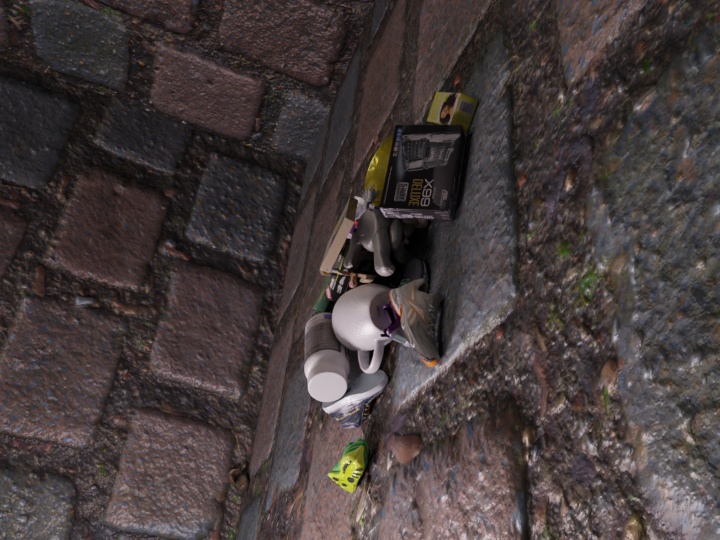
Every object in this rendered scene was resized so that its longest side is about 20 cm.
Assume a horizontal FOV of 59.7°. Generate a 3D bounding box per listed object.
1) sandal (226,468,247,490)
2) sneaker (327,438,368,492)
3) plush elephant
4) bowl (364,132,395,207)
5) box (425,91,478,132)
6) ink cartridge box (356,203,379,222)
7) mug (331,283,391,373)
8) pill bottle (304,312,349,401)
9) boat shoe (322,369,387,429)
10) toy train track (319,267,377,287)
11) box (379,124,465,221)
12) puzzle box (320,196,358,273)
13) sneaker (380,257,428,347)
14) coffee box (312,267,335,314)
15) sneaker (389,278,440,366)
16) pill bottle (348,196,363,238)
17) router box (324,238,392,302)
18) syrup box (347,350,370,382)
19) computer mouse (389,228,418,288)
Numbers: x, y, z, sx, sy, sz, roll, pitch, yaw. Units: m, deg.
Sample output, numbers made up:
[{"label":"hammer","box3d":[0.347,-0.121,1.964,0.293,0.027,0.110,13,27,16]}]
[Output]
[{"label":"sandal","box3d":[-0.604,1.010,3.052,0.082,0.055,0.198,-47,25,-17]},{"label":"sneaker","box3d":[-0.018,0.448,1.443,0.084,0.073,0.201,-53,-5,-37]},{"label":"plush elephant","box3d":[0.065,-0.082,1.448,0.162,0.151,0.208,-4,81,51]},{"label":"bowl","box3d":[0.113,-0.220,1.485,0.107,0.197,0.205,36,117,30]},{"label":"box","box3d":[0.206,-0.366,1.439,0.200,0.049,0.078,-122,49,-73]},{"label":"ink cartridge box","box3d":[0.053,-0.158,1.735,0.200,0.091,0.046,163,123,-74]},{"label":"mug","box3d":[0.025,0.131,1.440,0.175,0.143,0.208,154,121,-66]},{"label":"pill bottle","box3d":[-0.082,0.209,1.523,0.203,0.110,0.116,-96,26,-54]},{"label":"boat shoe","box3d":[0.006,0.306,1.483,0.197,0.091,0.072,-30,25,32]},{"label":"toy train track","box3d":[-0.037,0.018,1.461,0.198,0.112,0.034,10,92,55]},{"label":"box","box3d":[0.135,-0.211,1.346,0.050,0.153,0.207,45,-126,-62]},{"label":"puzzle box","box3d":[-0.048,-0.088,1.473,0.136,0.025,0.201,-62,7,19]},{"label":"sneaker","box3d":[0.093,0.056,1.348,0.075,0.085,0.206,132,150,-59]},{"label":"coffee box","box3d":[-0.050,0.087,1.703,0.126,0.043,0.200,-63,-28,-10]},{"label":"sneaker","box3d":[0.124,0.091,1.228,0.090,0.076,0.203,-31,47,10]},{"label":"pill bottle","box3d":[-0.011,-0.116,1.909,0.112,0.109,0.207,-150,76,-76]},{"label":"router box","box3d":[0.000,0.000,1.612,0.198,0.061,0.154,-6,-61,-61]},{"label":"syrup box","box3d":[-0.021,0.231,1.634,0.204,0.079,0.080,-91,25,-47]},{"label":"computer mouse","box3d":[0.100,-0.046,1.546,0.059,0.033,0.206,-133,59,-73]}]
